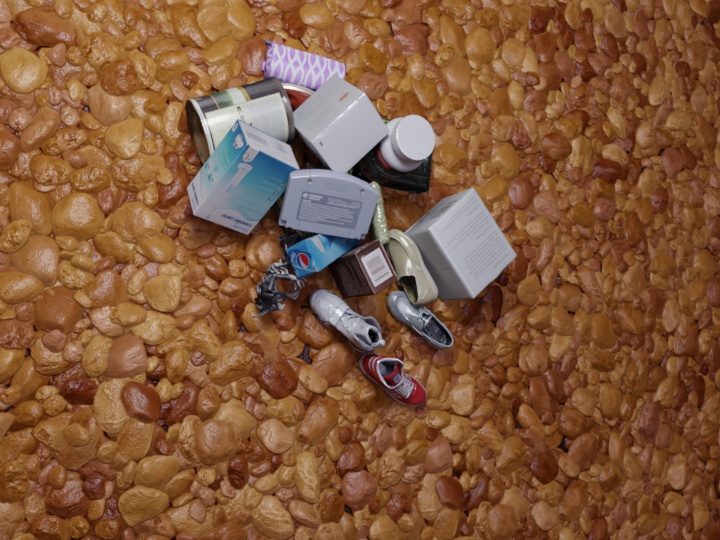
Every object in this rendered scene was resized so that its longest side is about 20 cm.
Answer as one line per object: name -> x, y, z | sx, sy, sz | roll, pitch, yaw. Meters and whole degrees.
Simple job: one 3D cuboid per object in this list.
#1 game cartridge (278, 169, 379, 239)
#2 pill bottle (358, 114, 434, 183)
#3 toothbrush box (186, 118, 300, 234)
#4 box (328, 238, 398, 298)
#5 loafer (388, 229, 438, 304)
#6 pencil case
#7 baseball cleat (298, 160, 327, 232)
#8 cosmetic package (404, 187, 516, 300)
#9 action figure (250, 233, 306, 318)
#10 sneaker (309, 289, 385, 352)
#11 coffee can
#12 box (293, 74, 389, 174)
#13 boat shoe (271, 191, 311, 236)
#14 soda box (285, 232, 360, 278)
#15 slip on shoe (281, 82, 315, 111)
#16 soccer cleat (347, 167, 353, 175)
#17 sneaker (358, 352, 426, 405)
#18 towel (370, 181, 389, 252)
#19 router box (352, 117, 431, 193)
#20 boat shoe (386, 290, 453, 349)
game cartridge -> -0.065, -0.141, 1.366 | 0.194, 0.041, 0.136 | 9, 124, -19
pill bottle -> 0.079, -0.270, 1.447 | 0.113, 0.199, 0.120 | 2, 85, -22
toothbrush box -> -0.244, -0.187, 1.352 | 0.144, 0.200, 0.086 | 18, 35, -43
box -> 0.000, 0.000, 1.463 | 0.074, 0.199, 0.102 | -30, 97, -23
loafer -> 0.113, -0.006, 1.561 | 0.068, 0.076, 0.203 | -29, 83, -38
pencil case -> -0.131, -0.459, 1.503 | 0.195, 0.085, 0.087 | 10, 78, -21
baseball cleat -> -0.105, -0.165, 1.467 | 0.108, 0.068, 0.202 | 56, 48, -28
cosmetic package -> 0.235, -0.058, 1.587 | 0.166, 0.166, 0.202 | -39, 100, -20
action figure -> -0.170, 0.022, 1.437 | 0.100, 0.119, 0.205 | 23, 72, -14
sneaker -> -0.025, 0.113, 1.490 | 0.199, 0.114, 0.076 | 43, 72, -14
coffee can -> -0.258, -0.318, 1.404 | 0.196, 0.146, 0.150 | -22, 95, -23
box -> -0.052, -0.315, 1.413 | 0.152, 0.200, 0.107 | -41, 124, 1
boat shoe -> -0.178, -0.161, 1.470 | 0.203, 0.064, 0.072 | 60, 36, -13
soda box -> -0.079, -0.055, 1.443 | 0.199, 0.063, 0.069 | -38, 108, -56
slip on shoe -> -0.124, -0.378, 1.510 | 0.196, 0.074, 0.063 | 21, 81, -25
soccer cleat -> -0.056, -0.217, 1.531 | 0.079, 0.067, 0.207 | -6, 89, -10
sneaker -> 0.093, 0.262, 1.531 | 0.198, 0.112, 0.072 | 34, 75, -17
towel -> 0.037, -0.112, 1.493 | 0.035, 0.200, 0.153 | -11, 85, -2
router box -> 0.079, -0.283, 1.591 | 0.195, 0.062, 0.155 | 9, 84, -22
boat shoe -> 0.152, 0.119, 1.589 | 0.200, 0.071, 0.071 | 41, 72, -15
